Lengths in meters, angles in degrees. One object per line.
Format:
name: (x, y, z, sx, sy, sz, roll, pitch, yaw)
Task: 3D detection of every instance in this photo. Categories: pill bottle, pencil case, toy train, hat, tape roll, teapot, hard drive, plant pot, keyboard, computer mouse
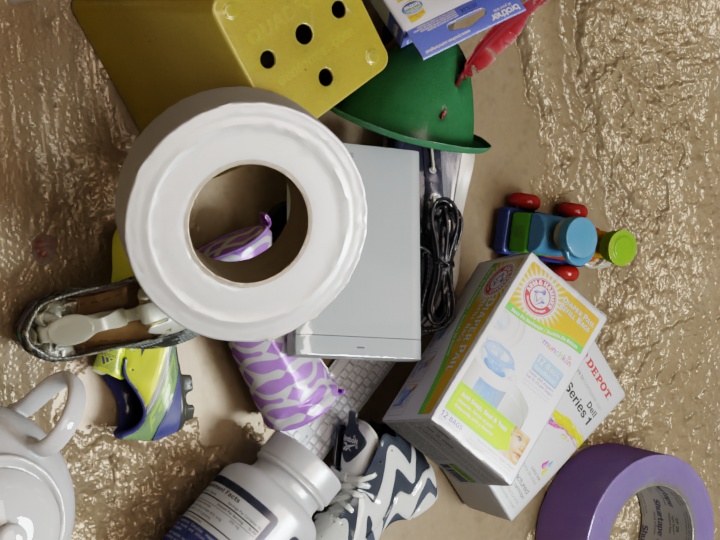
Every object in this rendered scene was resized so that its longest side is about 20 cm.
pill bottle: (-0.111, 0.249, 1.455, 0.200, 0.111, 0.111, -48, 118, -17)
pencil case: (-0.085, 0.054, 1.478, 0.085, 0.084, 0.200, -28, 110, -14)
toy train: (0.251, -0.027, 1.687, 0.200, 0.116, 0.085, 9, 90, -35)
hat: (0.073, -0.218, 1.496, 0.200, 0.165, 0.177, -19, 128, -68)
tape roll: (0.297, 0.298, 1.769, 0.200, 0.085, 0.201, -3, 95, -35)
teapot: (-0.310, 0.201, 1.299, 0.197, 0.146, 0.201, -16, 102, -33)
hard drive: (-0.005, -0.018, 1.473, 0.132, 0.027, 0.201, 4, 80, -27)
plant pot: (-0.096, -0.203, 1.393, 0.200, 0.176, 0.200, -39, 115, -26)
tape roll: (-0.097, -0.045, 1.290, 0.202, 0.071, 0.203, -5, 107, -15)
keyboard: (-0.028, 0.133, 1.571, 0.056, 0.011, 0.200, 49, 67, -28)
computer mouse: (0.000, 0.000, 1.534, 0.199, 0.046, 0.141, -1, 92, -12)

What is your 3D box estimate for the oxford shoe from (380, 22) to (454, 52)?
oxford shoe: (0.061, -0.307, 1.560, 0.071, 0.071, 0.201, 9, 90, -30)

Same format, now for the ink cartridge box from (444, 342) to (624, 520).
ink cartridge box: (0.165, 0.138, 1.661, 0.200, 0.084, 0.145, -43, 116, -23)

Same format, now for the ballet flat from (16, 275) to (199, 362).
ballet flat: (-0.199, 0.039, 1.354, 0.200, 0.072, 0.072, -12, 103, -1)

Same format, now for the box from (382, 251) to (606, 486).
box: (0.131, 0.095, 1.531, 0.112, 0.101, 0.200, 40, 69, -17)

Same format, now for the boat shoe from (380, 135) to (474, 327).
boat shoe: (0.050, -0.044, 1.583, 0.092, 0.075, 0.201, 9, 89, -20)

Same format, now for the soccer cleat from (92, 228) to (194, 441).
soccer cleat: (-0.202, 0.057, 1.411, 0.083, 0.065, 0.201, -13, 101, -28)

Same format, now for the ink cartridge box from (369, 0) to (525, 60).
ink cartridge box: (0.055, -0.294, 1.498, 0.119, 0.042, 0.200, -27, 72, -15)

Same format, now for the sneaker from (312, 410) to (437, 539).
sneaker: (-0.013, 0.208, 1.542, 0.199, 0.079, 0.130, -28, 114, -30)
